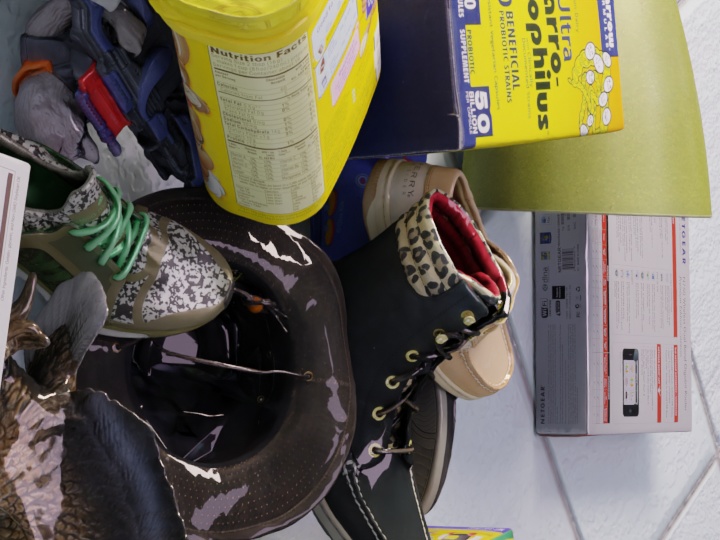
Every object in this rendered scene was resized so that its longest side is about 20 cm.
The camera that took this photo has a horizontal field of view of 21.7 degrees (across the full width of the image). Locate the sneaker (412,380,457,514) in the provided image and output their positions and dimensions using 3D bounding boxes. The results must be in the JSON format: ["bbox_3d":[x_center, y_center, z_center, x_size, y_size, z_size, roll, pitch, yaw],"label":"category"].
[{"bbox_3d":[0.055,0.071,1.299,0.106,0.074,0.203,9,79,-53],"label":"sneaker"}]

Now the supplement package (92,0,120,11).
[{"bbox_3d":[-0.156,-0.278,0.923,0.190,0.147,0.202,26,62,-10],"label":"supplement package"}]

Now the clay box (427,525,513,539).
[{"bbox_3d":[0.001,0.206,1.184,0.199,0.114,0.048,-12,96,-53],"label":"clay box"}]

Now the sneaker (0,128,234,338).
[{"bbox_3d":[-0.147,-0.023,0.978,0.199,0.088,0.078,24,69,-24],"label":"sneaker"}]

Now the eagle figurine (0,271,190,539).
[{"bbox_3d":[-0.167,0.114,0.936,0.152,0.150,0.202,-97,162,-70],"label":"eagle figurine"}]

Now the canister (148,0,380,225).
[{"bbox_3d":[-0.042,-0.133,0.989,0.201,0.086,0.150,85,24,-61],"label":"canister"}]

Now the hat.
[{"bbox_3d":[-0.098,0.059,1.079,0.199,0.081,0.203,8,73,-27],"label":"hat"}]

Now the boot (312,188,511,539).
[{"bbox_3d":[0.027,0.069,1.112,0.073,0.153,0.205,3,58,-54],"label":"boot"}]

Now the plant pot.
[{"bbox_3d":[0.165,-0.142,1.352,0.186,0.186,0.203,-1,94,-53],"label":"plant pot"}]

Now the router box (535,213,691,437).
[{"bbox_3d":[0.208,0.034,1.529,0.179,0.048,0.203,6,83,-53],"label":"router box"}]

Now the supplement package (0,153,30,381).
[{"bbox_3d":[-0.249,0.041,0.827,0.110,0.154,0.202,21,71,-51],"label":"supplement package"}]

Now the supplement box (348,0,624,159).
[{"bbox_3d":[0.069,-0.131,1.174,0.199,0.109,0.110,-12,98,-54],"label":"supplement box"}]

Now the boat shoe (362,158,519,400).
[{"bbox_3d":[0.066,0.011,1.195,0.201,0.068,0.074,60,40,-41],"label":"boat shoe"}]

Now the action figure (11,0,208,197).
[{"bbox_3d":[-0.128,-0.123,1.073,0.194,0.104,0.201,-54,142,-31],"label":"action figure"}]

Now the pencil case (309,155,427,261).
[{"bbox_3d":[0.000,0.000,1.230,0.086,0.078,0.203,9,80,-38],"label":"pencil case"}]
